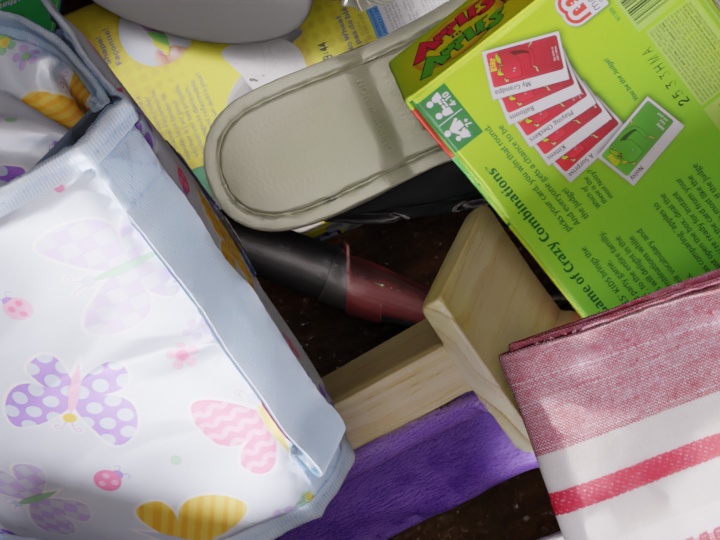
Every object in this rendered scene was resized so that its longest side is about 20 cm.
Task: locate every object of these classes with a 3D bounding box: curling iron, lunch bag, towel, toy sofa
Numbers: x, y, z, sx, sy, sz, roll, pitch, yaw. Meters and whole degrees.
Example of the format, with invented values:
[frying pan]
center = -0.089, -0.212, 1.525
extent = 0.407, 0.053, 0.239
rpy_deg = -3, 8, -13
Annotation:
[curling iron]
center = 0.000, 0.000, 0.966
extent = 0.199, 0.050, 0.026
rpy_deg = 20, 64, 1
[lunch bag]
center = -0.107, 0.004, 0.840
extent = 0.199, 0.170, 0.127
rpy_deg = 4, 51, 41
[towel]
center = 0.144, 0.096, 0.841
extent = 0.143, 0.023, 0.201
rpy_deg = -20, 89, 6
[toy sofa]
center = -0.011, 0.072, 0.934
extent = 0.199, 0.083, 0.098
rpy_deg = -29, 103, 25

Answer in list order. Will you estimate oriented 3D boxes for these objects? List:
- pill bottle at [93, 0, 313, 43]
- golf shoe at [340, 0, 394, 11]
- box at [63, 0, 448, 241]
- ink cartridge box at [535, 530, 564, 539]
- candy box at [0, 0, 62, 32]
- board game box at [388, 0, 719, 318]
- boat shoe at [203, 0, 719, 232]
[pill bottle]
center = -0.043, -0.194, 0.954
extent = 0.112, 0.113, 0.201
rpy_deg = 12, 70, 3
[golf shoe]
center = 0.008, -0.189, 0.875
extent = 0.097, 0.078, 0.201
rpy_deg = -8, 84, -38
[box]
center = -0.048, -0.061, 1.005
extent = 0.199, 0.048, 0.118
rpy_deg = -22, 87, -2
[ink cartridge box]
center = 0.053, 0.210, 0.966
extent = 0.144, 0.083, 0.201
rpy_deg = -19, 87, 1
[candy box]
center = -0.169, -0.157, 0.914
extent = 0.077, 0.201, 0.169
rpy_deg = -22, 61, -29
[board game box]
center = 0.111, -0.022, 0.900
extent = 0.101, 0.048, 0.200
rpy_deg = -37, 111, 8
[boat shoe]
center = 0.040, -0.059, 0.947
extent = 0.198, 0.066, 0.075
rpy_deg = -22, 87, -3
